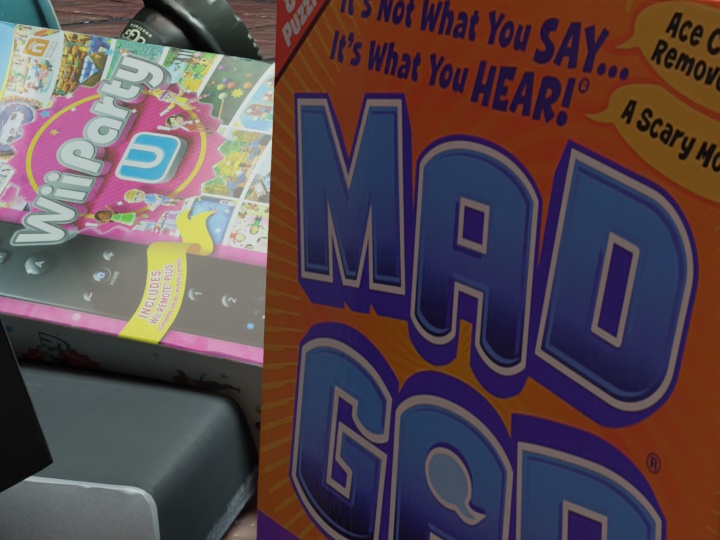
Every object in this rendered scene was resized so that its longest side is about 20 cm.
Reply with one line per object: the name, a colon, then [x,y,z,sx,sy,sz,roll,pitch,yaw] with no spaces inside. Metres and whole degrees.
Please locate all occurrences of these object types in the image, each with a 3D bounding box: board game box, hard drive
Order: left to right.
hard drive: [-0.142,0.063,0.589,0.200,0.042,0.135,5,14,11]
board game box: [-0.072,-0.012,0.684,0.200,0.064,0.148,10,51,13]
board game box: [0.107,0.016,0.498,0.200,0.200,0.200,-6,16,-31]

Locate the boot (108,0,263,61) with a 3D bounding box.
boot: [-0.103,-0.033,0.894,0.158,0.211,0.079,-46,47,-13]

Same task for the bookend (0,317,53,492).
bookend: [-0.156,0.047,0.423,0.199,0.092,0.200,-27,27,-25]

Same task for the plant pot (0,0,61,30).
plant pot: [-0.287,-0.124,1.008,0.188,0.200,0.200,-30,26,-20]
